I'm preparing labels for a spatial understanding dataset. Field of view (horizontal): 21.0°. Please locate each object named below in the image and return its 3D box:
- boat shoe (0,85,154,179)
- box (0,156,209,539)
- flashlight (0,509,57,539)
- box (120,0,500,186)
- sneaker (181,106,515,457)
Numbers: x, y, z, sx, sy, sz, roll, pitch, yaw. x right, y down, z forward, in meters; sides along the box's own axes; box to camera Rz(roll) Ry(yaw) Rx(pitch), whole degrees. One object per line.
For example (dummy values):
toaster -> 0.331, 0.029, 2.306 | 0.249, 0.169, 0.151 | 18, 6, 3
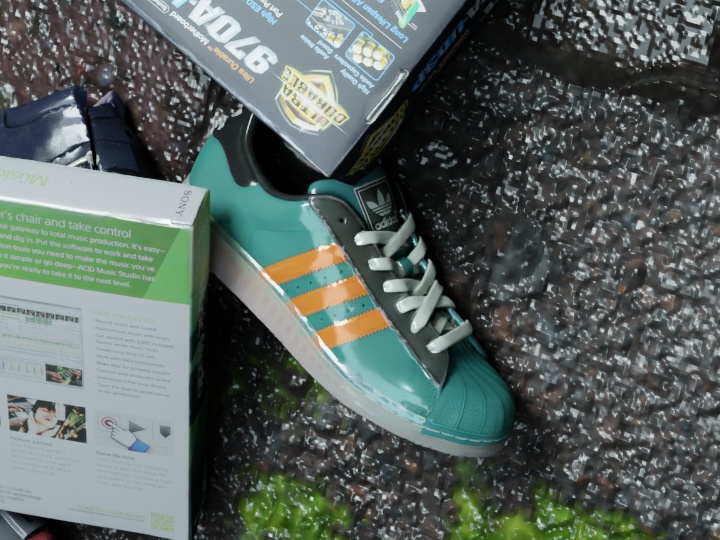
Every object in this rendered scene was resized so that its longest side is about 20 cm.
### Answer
boat shoe -> -0.182, -0.020, 0.979 | 0.199, 0.075, 0.093 | -23, 76, 27
box -> -0.144, 0.038, 0.923 | 0.143, 0.036, 0.201 | 9, 130, 5
flashlight -> -0.134, 0.203, 1.001 | 0.200, 0.068, 0.068 | 42, 140, 8
box -> -0.032, -0.161, 0.858 | 0.200, 0.046, 0.159 | 40, 97, 13
sneaker -> 0.000, 0.000, 0.885 | 0.200, 0.071, 0.080 | 40, 119, 15
